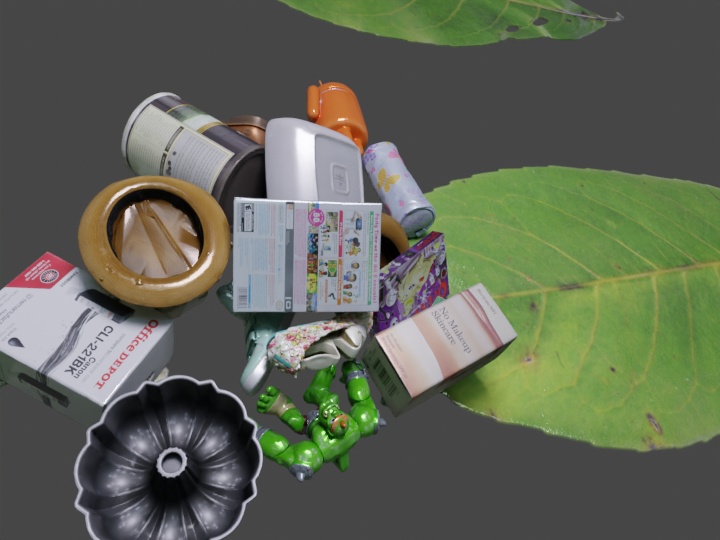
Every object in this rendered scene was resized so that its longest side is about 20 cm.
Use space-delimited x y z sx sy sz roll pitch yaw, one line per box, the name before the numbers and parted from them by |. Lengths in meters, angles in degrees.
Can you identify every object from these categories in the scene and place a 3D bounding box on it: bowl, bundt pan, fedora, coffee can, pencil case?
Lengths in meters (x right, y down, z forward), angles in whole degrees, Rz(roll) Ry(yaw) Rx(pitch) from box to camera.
bowl | -0.059 -0.140 0.903 0.199 0.074 0.204 4 82 -56
bundt pan | -0.212 0.229 0.642 0.198 0.076 0.205 6 57 -9
fedora | 0.000 0.000 0.899 0.081 0.204 0.200 12 33 42
fedora | -0.270 -0.031 0.749 0.197 0.082 0.203 8 59 -13
coffee can | -0.255 -0.172 0.894 0.198 0.148 0.146 31 46 15
pencil case | 0.072 -0.158 1.090 0.090 0.083 0.202 24 33 -52

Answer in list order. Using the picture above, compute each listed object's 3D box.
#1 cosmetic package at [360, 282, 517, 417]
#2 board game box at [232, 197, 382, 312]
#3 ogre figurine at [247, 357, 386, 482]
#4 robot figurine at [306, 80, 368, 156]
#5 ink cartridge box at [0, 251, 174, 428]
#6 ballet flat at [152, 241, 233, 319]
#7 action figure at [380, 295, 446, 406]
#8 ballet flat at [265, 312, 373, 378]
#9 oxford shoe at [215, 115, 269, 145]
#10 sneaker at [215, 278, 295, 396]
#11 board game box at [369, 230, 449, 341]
cosmetic package | 0.113 0.111 0.806 0.198 0.088 0.104 -24 68 -27
board game box | -0.073 -0.021 0.766 0.196 0.064 0.150 1 94 -10
ogre figurine | -0.052 0.196 0.739 0.198 0.099 0.120 -6 34 -44
robot figurine | -0.050 -0.301 1.141 0.141 0.117 0.202 2 50 -20
ink cartridge box | -0.358 0.090 0.708 0.198 0.084 0.145 28 46 2
ballet flat | -0.244 0.011 0.836 0.062 0.068 0.202 28 46 -11
action figure | 0.098 0.141 0.868 0.118 0.055 0.199 44 56 15
ballet flat | -0.041 0.102 0.768 0.198 0.077 0.064 -15 42 -44
oxford shoe | -0.242 -0.225 0.993 0.071 0.198 0.073 13 84 -48
sneaker | -0.164 0.082 0.797 0.117 0.074 0.202 24 38 -8
board game box | 0.080 0.031 0.913 0.032 0.122 0.199 17 38 35
